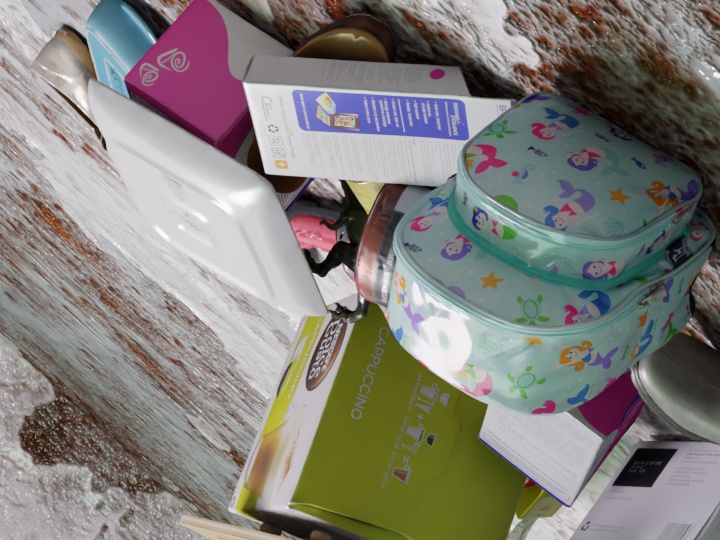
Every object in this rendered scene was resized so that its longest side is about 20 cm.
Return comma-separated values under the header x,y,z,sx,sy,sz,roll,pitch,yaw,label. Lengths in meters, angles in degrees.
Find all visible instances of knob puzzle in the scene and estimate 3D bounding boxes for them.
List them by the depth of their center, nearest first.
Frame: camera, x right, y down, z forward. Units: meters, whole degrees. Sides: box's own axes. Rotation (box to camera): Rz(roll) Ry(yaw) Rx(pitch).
x,y,z,sx,sy,sz,roll,pitch,yaw,label
-0.031,0.253,1.742,0.218,0.031,0.220,19,165,5,knob puzzle

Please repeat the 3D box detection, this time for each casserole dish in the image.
x,y,z,sx,sy,sz,roll,pitch,yaw,label
-0.201,-0.168,1.800,0.121,0.039,0.200,48,164,19,casserole dish

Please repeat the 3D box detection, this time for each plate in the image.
x,y,z,sx,sy,sz,roll,pitch,yaw,label
-0.128,-0.048,1.593,0.199,0.032,0.200,31,160,28,plate

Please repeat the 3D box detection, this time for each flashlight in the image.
x,y,z,sx,sy,sz,roll,pitch,yaw,label
-0.029,-0.024,1.760,0.067,0.069,0.199,11,-179,-42,flashlight

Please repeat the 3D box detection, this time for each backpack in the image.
x,y,z,sx,sy,sz,roll,pitch,yaw,label
0.118,-0.008,1.285,0.177,0.200,0.151,33,141,27,backpack

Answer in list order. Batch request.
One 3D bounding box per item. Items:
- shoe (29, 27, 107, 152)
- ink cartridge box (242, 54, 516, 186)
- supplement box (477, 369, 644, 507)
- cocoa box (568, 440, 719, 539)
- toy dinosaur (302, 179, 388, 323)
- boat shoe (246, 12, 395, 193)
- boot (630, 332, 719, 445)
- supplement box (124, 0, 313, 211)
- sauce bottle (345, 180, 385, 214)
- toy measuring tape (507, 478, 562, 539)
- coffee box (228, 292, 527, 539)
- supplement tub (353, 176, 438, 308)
x,y,z,sx,sy,sz,roll,pitch,yaw,label
-0.255,-0.151,1.967,0.070,0.053,0.200,19,152,50,shoe
0.020,-0.104,1.421,0.198,0.037,0.095,7,141,16,ink cartridge box
0.168,0.098,1.592,0.103,0.101,0.200,36,162,13,supplement box
0.281,0.227,1.606,0.131,0.134,0.200,42,163,-13,cocoa box
0.000,0.000,1.639,0.088,0.047,0.201,-24,88,30,toy dinosaur
-0.027,-0.136,1.487,0.070,0.071,0.200,36,143,-8,boat shoe
0.297,0.101,1.409,0.199,0.068,0.130,37,159,-12,boot
-0.111,-0.117,1.639,0.103,0.101,0.200,35,161,17,supplement box
0.047,-0.038,1.580,0.064,0.065,0.201,22,152,47,sauce bottle
0.156,0.198,1.854,0.073,0.074,0.200,39,137,5,toy measuring tape
0.028,0.155,1.771,0.199,0.201,0.198,24,166,-14,coffee box
0.102,0.003,1.462,0.199,0.108,0.107,20,157,16,supplement tub
